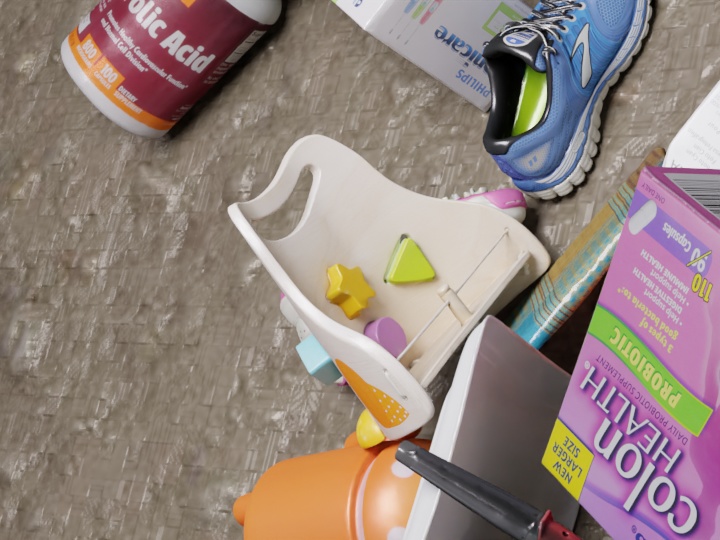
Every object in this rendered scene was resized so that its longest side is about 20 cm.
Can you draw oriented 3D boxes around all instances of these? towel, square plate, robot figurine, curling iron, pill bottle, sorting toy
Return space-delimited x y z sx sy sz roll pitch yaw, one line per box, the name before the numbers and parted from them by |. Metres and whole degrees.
towel | 0.138 0.006 1.419 0.200 0.022 0.147 -50 3 10
square plate | 0.080 0.146 1.337 0.028 0.198 0.200 10 77 31
robot figurine | 0.004 0.171 1.451 0.200 0.117 0.144 -13 19 37
curling iron | 0.104 0.150 1.216 0.200 0.050 0.026 35 102 18
pill bottle | -0.136 -0.211 1.764 0.200 0.114 0.114 -44 47 18
sorting toy | 0.000 0.000 1.431 0.107 0.180 0.200 -39 5 40

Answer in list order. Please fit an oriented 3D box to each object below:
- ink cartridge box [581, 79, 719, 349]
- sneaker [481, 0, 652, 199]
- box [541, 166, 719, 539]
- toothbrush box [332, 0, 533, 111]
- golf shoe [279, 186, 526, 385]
ink cartridge box | 0.204 -0.036 1.340 0.047 0.160 0.200 43 101 18
sneaker | 0.137 -0.154 1.509 0.079 0.089 0.200 7 74 42
box | 0.209 0.069 1.214 0.176 0.097 0.200 47 129 49
toothbrush box | 0.022 -0.220 1.605 0.086 0.146 0.200 -51 45 9
golf shoe | 0.040 0.012 1.541 0.200 0.075 0.092 -30 75 25
